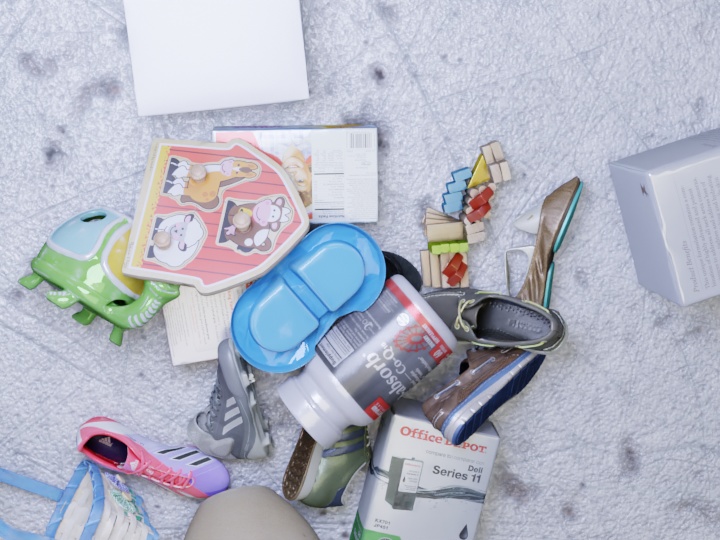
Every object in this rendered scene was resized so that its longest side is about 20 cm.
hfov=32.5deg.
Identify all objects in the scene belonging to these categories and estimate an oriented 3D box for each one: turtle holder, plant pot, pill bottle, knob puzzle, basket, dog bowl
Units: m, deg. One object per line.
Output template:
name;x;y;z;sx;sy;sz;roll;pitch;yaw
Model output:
turtle holder;-0.298;-0.001;1.436;0.141;0.185;0.132;37;78;-22
plant pot;-0.141;0.344;1.516;0.199;0.201;0.135;-17;66;-1
pill bottle;0.006;0.109;1.452;0.200;0.116;0.116;-41;100;-1
knob puzzle;-0.156;-0.067;1.387;0.218;0.031;0.221;-1;64;2
basket;-0.354;0.303;1.490;0.199;0.176;0.140;20;98;-26
dog bowl;-0.064;0.028;1.422;0.200;0.050;0.112;-42;105;-3

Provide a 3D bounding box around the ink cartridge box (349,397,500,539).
ink cartridge box;0.080;0.276;1.557;0.146;0.083;0.201;12;98;-7

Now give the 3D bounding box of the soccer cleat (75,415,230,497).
soccer cleat;-0.259;0.239;1.530;0.199;0.076;0.067;24;100;-6

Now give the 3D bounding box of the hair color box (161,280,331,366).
hair color box;-0.140;0.043;1.513;0.199;0.064;0.112;-9;98;-1

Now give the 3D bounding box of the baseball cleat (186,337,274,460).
baseball cleat;-0.167;0.167;1.497;0.106;0.070;0.201;-11;129;2

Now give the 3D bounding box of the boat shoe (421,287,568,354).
boat shoe;0.150;0.057;1.501;0.200;0.060;0.073;9;80;22

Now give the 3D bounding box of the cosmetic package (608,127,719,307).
cosmetic package;0.431;-0.076;1.482;0.199;0.166;0.168;-17;100;-2

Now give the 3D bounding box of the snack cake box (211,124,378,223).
snack cake box;-0.079;-0.116;1.488;0.199;0.067;0.116;-1;101;-4

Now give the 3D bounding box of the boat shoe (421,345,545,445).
boat shoe;0.156;0.128;1.521;0.072;0.072;0.200;38;54;24

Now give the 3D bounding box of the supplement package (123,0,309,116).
supplement package;-0.165;-0.267;1.435;0.199;0.111;0.157;-6;100;-3

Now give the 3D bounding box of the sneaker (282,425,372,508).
sneaker;-0.021;0.206;1.554;0.090;0.067;0.201;26;87;-30

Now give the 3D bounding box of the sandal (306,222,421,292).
sandal;-0.001;0.001;1.486;0.200;0.048;0.076;20;80;-33

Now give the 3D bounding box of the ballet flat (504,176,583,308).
ballet flat;0.218;-0.026;1.534;0.072;0.068;0.201;16;103;12

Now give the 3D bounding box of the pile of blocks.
pile of blocks;0.125;-0.067;1.514;0.082;0.062;0.201;19;97;-7
